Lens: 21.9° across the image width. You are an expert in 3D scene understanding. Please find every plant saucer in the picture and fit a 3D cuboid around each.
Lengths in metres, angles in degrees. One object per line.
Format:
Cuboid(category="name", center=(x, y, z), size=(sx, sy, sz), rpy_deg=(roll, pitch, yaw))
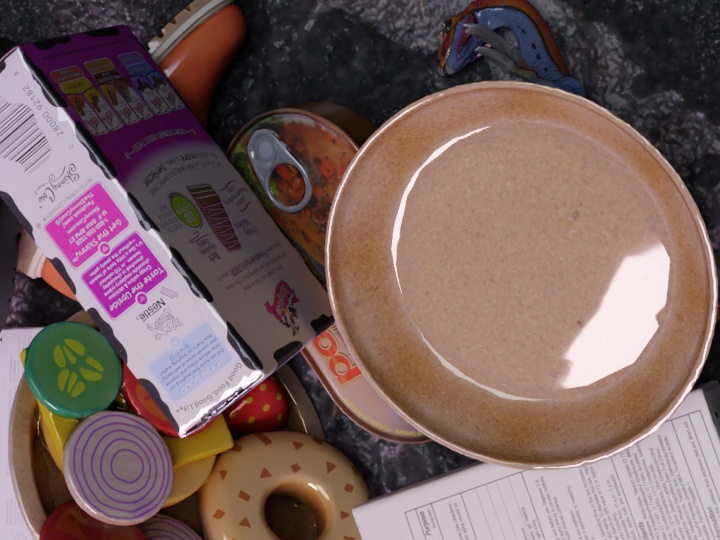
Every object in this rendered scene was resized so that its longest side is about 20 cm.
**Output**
Cuboid(category="plant saucer", center=(0.081, 0.000, 0.923), size=(0.200, 0.035, 0.200), rpy_deg=(8, 111, 20))

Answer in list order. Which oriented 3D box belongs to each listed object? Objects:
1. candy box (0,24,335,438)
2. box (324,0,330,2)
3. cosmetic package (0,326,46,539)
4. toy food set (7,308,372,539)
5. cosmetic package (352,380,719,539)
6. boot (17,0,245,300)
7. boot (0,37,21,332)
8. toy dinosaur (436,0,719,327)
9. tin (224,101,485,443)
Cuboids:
Cuboid(category="candy box", center=(-0.107, -0.026, 0.956), size=(0.061, 0.136, 0.200), rpy_deg=(-38, 89, 20))
Cuboid(category="box", center=(0.020, -0.262, 0.992), size=(0.200, 0.044, 0.160), rpy_deg=(-30, 112, 15))
Cuboid(category="cosmetic package", center=(-0.170, 0.133, 1.077), size=(0.082, 0.051, 0.200), rpy_deg=(-1, 87, 27))
Cuboid(category="toy food set", center=(-0.096, 0.103, 0.997), size=(0.049, 0.198, 0.200), rpy_deg=(-35, 75, 51))
Cuboid(category="cosmetic package", center=(0.109, 0.138, 0.982), size=(0.200, 0.071, 0.105), rpy_deg=(-20, 84, 17))
Cuboid(category="boot", center=(-0.105, -0.062, 1.064), size=(0.107, 0.075, 0.200), rpy_deg=(33, 98, 0))
Cuboid(category="boot", center=(-0.269, -0.062, 1.032), size=(0.079, 0.158, 0.211), rpy_deg=(-48, 37, 44))
Cuboid(category="toy dinosaur", center=(0.106, -0.061, 1.001), size=(0.105, 0.200, 0.182), rpy_deg=(-34, 49, 44))
Cuboid(category="tin", center=(0.000, 0.000, 1.016), size=(0.112, 0.042, 0.200), rpy_deg=(-37, 83, 33))
